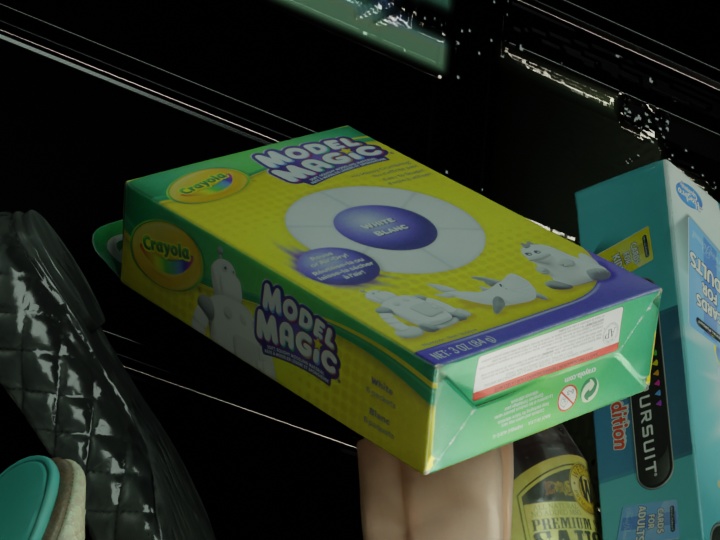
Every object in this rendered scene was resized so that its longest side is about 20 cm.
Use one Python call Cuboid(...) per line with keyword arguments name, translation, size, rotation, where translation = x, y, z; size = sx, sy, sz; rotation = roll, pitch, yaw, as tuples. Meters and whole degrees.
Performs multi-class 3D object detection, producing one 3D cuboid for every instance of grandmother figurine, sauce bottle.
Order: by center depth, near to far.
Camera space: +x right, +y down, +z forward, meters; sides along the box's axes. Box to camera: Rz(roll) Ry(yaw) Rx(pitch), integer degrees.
Cuboid(name="grandmother figurine", translation=(0.034, 0.139, 0.899), size=(0.060, 0.121, 0.200), rotation=(16, 64, -38))
Cuboid(name="sauce bottle", translation=(0.062, 0.101, 0.969), size=(0.066, 0.066, 0.200), rotation=(1, 67, -33))

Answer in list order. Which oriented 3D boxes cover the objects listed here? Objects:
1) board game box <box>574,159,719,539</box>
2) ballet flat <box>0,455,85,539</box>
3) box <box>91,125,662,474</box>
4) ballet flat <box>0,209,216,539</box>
Cuboid(name="board game box", translation=(0.152, 0.076, 1.015), size=(0.151, 0.047, 0.200), rotation=(33, 46, -45))
Cuboid(name="ballet flat", translation=(-0.134, 0.154, 0.821), size=(0.062, 0.067, 0.200), rotation=(48, 53, -29))
Cuboid(name="box", translation=(0.000, 0.000, 0.924), size=(0.117, 0.048, 0.200), rotation=(-17, 32, -39))
Cuboid(name="ballet flat", translation=(-0.098, 0.072, 0.898), size=(0.200, 0.057, 0.066), rotation=(63, 8, 8))
